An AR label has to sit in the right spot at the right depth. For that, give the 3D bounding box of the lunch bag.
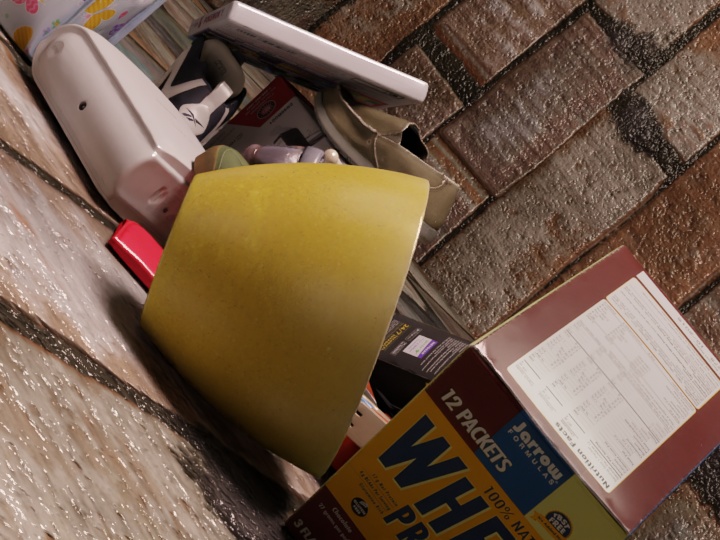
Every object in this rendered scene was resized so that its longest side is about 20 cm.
[{"bbox_3d":[-0.237,-0.290,1.437,0.170,0.200,0.127,50,5,9],"label":"lunch bag"}]

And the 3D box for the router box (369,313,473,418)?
[{"bbox_3d":[0.092,0.143,1.324,0.157,0.052,0.201,20,-39,42],"label":"router box"}]

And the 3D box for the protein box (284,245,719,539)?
[{"bbox_3d":[0.100,0.119,1.029,0.135,0.199,0.200,50,37,9],"label":"protein box"}]

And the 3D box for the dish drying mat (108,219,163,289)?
[{"bbox_3d":[-0.105,0.044,1.202,0.200,0.018,0.077,50,6,-10],"label":"dish drying mat"}]

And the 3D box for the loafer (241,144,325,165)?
[{"bbox_3d":[-0.067,-0.052,1.374,0.062,0.072,0.200,17,-23,2],"label":"loafer"}]

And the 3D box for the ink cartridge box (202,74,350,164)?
[{"bbox_3d":[-0.071,-0.072,1.614,0.084,0.144,0.200,42,9,-43],"label":"ink cartridge box"}]

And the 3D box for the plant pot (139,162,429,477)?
[{"bbox_3d":[-0.057,0.012,1.065,0.141,0.202,0.200,20,8,-4],"label":"plant pot"}]

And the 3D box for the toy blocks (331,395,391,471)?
[{"bbox_3d":[0.021,0.144,1.249,0.137,0.100,0.200,41,-1,15],"label":"toy blocks"}]

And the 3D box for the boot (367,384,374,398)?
[{"bbox_3d":[0.052,0.157,1.478,0.200,0.075,0.107,50,10,-18],"label":"boot"}]

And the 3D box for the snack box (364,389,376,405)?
[{"bbox_3d":[-0.045,0.071,1.417,0.200,0.037,0.116,53,6,28],"label":"snack box"}]

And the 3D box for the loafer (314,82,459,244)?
[{"bbox_3d":[0.028,-0.109,1.539,0.200,0.070,0.075,53,9,33],"label":"loafer"}]

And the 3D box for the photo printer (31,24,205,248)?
[{"bbox_3d":[-0.175,-0.100,1.335,0.166,0.069,0.200,44,8,-50],"label":"photo printer"}]

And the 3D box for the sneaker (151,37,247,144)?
[{"bbox_3d":[-0.163,-0.171,1.616,0.080,0.129,0.199,49,5,-15],"label":"sneaker"}]

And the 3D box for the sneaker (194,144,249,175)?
[{"bbox_3d":[-0.051,-0.015,1.224,0.067,0.089,0.202,28,39,-61],"label":"sneaker"}]

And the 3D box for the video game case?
[{"bbox_3d":[-0.054,-0.200,1.593,0.199,0.023,0.182,21,-4,-18],"label":"video game case"}]

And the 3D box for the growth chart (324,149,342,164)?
[{"bbox_3d":[0.000,0.000,1.393,0.145,0.018,0.201,63,17,-49],"label":"growth chart"}]
